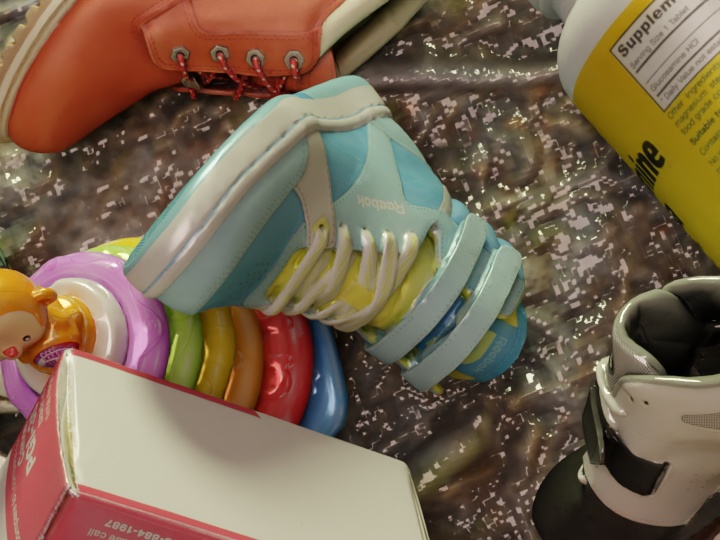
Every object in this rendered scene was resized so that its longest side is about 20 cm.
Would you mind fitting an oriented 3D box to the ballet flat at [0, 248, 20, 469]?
[{"bbox_3d":[-0.154,0.070,0.921,0.073,0.074,0.202,5,87,14],"label":"ballet flat"}]

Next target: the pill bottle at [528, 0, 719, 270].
[{"bbox_3d":[0.148,-0.072,0.848,0.112,0.112,0.200,-40,73,3],"label":"pill bottle"}]

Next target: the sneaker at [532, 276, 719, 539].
[{"bbox_3d":[0.113,0.044,0.805,0.088,0.200,0.074,35,51,-16],"label":"sneaker"}]

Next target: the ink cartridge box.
[{"bbox_3d":[-0.083,0.146,0.804,0.145,0.083,0.201,20,118,-22],"label":"ink cartridge box"}]

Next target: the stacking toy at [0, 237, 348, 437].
[{"bbox_3d":[-0.094,0.028,0.838,0.115,0.200,0.111,-22,74,16],"label":"stacking toy"}]

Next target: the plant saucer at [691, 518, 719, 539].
[{"bbox_3d":[0.191,0.156,0.837,0.198,0.034,0.202,-3,78,12],"label":"plant saucer"}]

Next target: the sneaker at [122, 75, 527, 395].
[{"bbox_3d":[0.000,0.000,0.833,0.131,0.200,0.080,45,117,4],"label":"sneaker"}]

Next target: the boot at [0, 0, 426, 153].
[{"bbox_3d":[-0.063,-0.098,0.926,0.199,0.075,0.108,-38,79,3],"label":"boot"}]
